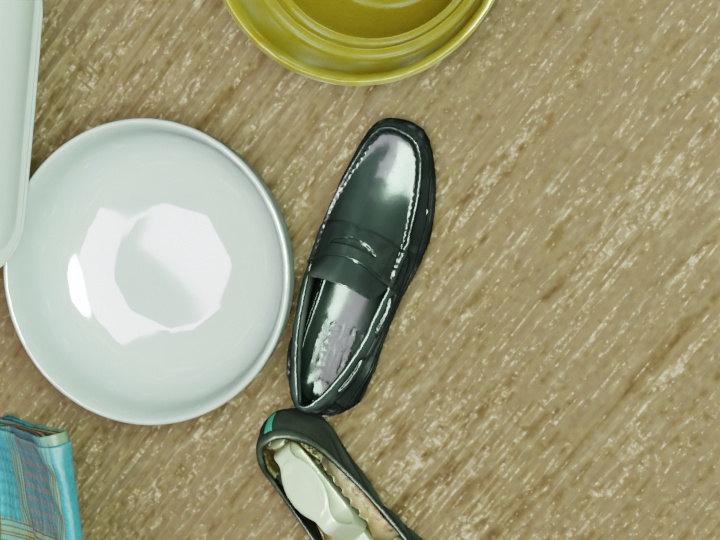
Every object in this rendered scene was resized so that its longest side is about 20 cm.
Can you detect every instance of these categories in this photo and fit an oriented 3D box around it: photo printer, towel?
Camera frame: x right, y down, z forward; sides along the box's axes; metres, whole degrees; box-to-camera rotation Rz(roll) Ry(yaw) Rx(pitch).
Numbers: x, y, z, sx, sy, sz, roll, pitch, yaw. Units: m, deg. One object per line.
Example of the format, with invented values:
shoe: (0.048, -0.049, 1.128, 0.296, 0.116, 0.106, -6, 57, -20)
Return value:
photo printer: (-0.281, -0.095, 1.702, 0.166, 0.069, 0.201, 12, 99, 49)
towel: (-0.212, 0.201, 1.715, 0.022, 0.147, 0.201, -8, 94, -25)

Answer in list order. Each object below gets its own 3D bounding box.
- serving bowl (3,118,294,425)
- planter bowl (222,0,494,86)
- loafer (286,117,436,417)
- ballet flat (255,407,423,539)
serving bowl: (-0.132, -0.001, 1.702, 0.200, 0.066, 0.201, 1, 94, 16)
planter bowl: (0.009, -0.218, 1.635, 0.200, 0.083, 0.201, 1, 94, 16)
loafer: (0.000, 0.000, 1.663, 0.068, 0.070, 0.201, 19, 100, 13)
ballet flat: (-0.005, 0.178, 1.681, 0.068, 0.068, 0.200, -42, 83, 14)
